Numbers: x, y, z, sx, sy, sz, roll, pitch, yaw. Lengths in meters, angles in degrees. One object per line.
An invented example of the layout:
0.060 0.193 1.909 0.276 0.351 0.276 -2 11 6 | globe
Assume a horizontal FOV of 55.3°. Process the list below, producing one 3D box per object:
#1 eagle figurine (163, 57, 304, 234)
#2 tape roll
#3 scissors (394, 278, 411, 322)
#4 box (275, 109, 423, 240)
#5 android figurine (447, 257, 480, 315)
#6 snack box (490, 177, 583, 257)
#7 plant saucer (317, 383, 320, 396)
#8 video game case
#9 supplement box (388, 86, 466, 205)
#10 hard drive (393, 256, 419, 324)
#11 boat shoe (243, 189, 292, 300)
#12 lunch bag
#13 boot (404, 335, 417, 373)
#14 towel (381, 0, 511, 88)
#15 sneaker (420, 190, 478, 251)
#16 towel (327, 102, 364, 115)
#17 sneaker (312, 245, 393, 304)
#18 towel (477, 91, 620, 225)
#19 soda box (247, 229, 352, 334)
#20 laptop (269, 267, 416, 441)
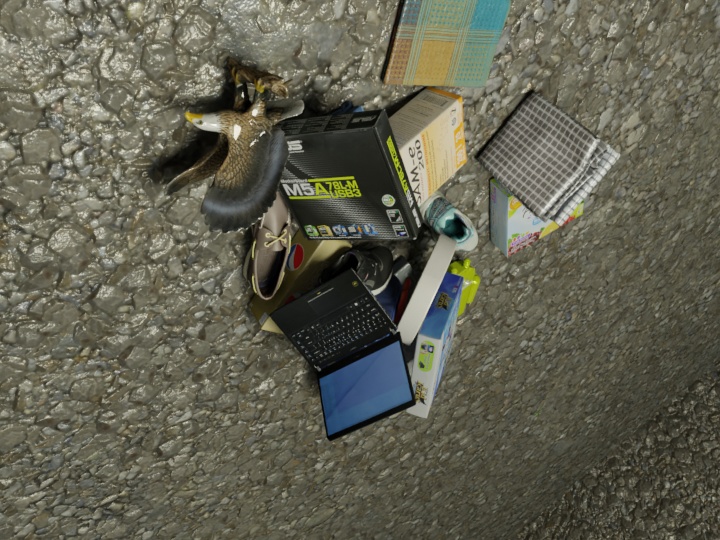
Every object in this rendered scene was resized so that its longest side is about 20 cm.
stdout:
-0.164 -0.164 0.890 0.148 0.152 0.204 16 104 -5 | eagle figurine
0.114 0.033 1.213 0.203 0.036 0.206 89 26 -78 | tape roll
0.060 0.092 1.250 0.014 0.074 0.202 16 139 -1 | scissors
-0.028 -0.127 0.976 0.048 0.196 0.195 -65 144 -36 | box
0.184 0.061 1.424 0.181 0.041 0.203 -31 144 -40 | android figurine
0.353 -0.144 1.367 0.197 0.068 0.170 -29 140 -14 | snack box
-0.002 0.191 1.385 0.197 0.030 0.203 -22 138 -21 | plant saucer
0.139 0.134 1.263 0.201 0.044 0.184 -58 158 -52 | video game case
0.078 -0.175 1.067 0.200 0.073 0.127 -43 142 -25 | supplement box
0.038 0.076 1.356 0.199 0.033 0.140 -40 141 0 | hard drive
-0.140 -0.046 1.078 0.071 0.060 0.203 -6 130 -31 | boat shoe
-0.013 0.087 1.206 0.133 0.202 0.134 19 131 2 | lunch bag
0.060 0.192 1.348 0.198 0.074 0.097 -30 141 -20 | boot
0.130 -0.349 1.037 0.196 0.022 0.149 -8 130 -30 | towel
0.173 -0.071 1.277 0.078 0.086 0.199 -49 141 8 | sneaker
-0.021 -0.157 1.077 0.110 0.049 0.202 -32 141 -8 | towel
0.000 0.000 1.134 0.199 0.075 0.089 -38 157 -43 | sneaker
0.315 -0.195 1.184 0.166 0.201 0.085 -49 139 12 | towel
-0.103 0.009 1.158 0.067 0.064 0.201 18 115 -46 | soda box
-0.032 0.132 1.053 0.175 0.104 0.201 -28 111 26 | laptop
